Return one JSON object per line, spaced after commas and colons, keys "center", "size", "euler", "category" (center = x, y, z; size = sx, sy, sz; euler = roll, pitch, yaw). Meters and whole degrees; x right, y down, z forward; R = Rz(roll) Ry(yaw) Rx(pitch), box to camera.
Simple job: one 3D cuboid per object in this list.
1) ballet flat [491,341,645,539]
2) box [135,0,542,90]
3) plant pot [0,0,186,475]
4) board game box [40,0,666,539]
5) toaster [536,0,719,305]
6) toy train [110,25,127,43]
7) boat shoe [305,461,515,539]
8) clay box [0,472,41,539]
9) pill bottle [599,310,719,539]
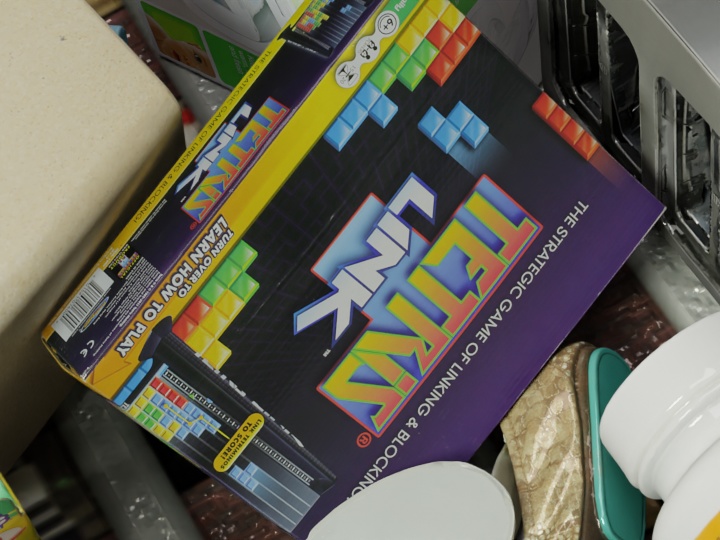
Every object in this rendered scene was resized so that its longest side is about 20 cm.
{"center": [0.082, 0.125, 1.029], "size": [0.065, 0.070, 0.201], "euler": [-22, 49, 30], "category": "ballet flat"}
{"center": [-0.018, -0.152, 1.130], "size": [0.176, 0.200, 0.097], "euler": [29, 68, 24], "category": "box"}
{"center": [-0.177, -0.037, 1.053], "size": [0.177, 0.200, 0.200], "euler": [-42, 79, -12], "category": "plant pot"}
{"center": [0.000, 0.000, 1.023], "size": [0.200, 0.165, 0.057], "euler": [-52, 31, -1], "category": "board game box"}
{"center": [0.166, -0.081, 1.051], "size": [0.118, 0.200, 0.181], "euler": [-29, 58, -13], "category": "toaster"}
{"center": [-0.208, -0.064, 1.203], "size": [0.199, 0.056, 0.151], "euler": [0, 57, 8], "category": "toy train"}
{"center": [-0.014, 0.159, 1.013], "size": [0.071, 0.064, 0.200], "euler": [39, 77, 24], "category": "boat shoe"}
{"center": [-0.179, 0.118, 0.992], "size": [0.115, 0.200, 0.048], "euler": [-32, 77, -10], "category": "clay box"}
{"center": [0.179, 0.112, 0.969], "size": [0.111, 0.111, 0.200], "euler": [-32, 63, -9], "category": "pill bottle"}
